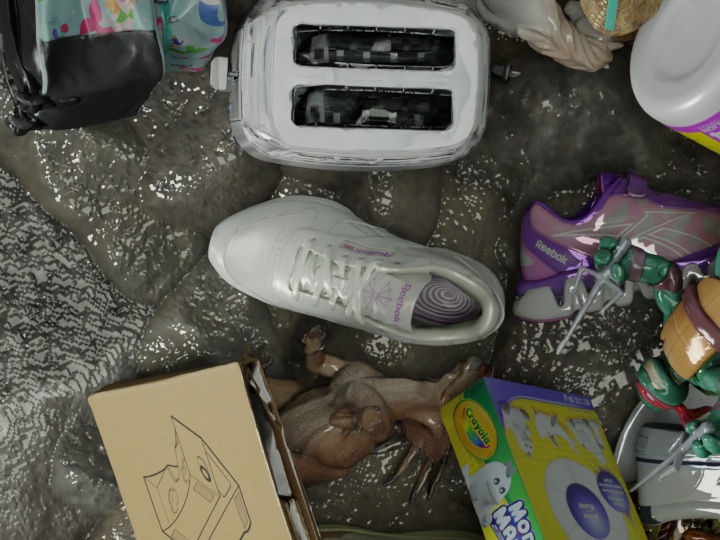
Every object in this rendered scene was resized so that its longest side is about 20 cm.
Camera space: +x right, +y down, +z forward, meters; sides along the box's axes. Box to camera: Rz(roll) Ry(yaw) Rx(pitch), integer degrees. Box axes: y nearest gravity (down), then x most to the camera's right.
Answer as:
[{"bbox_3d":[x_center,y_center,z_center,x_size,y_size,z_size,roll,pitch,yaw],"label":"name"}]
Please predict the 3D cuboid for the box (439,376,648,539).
[{"bbox_3d":[0.129,0.168,1.002,0.048,0.117,0.202,-37,57,32],"label":"box"}]

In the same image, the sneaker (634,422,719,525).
[{"bbox_3d":[0.272,0.140,1.032,0.198,0.073,0.072,5,93,11],"label":"sneaker"}]

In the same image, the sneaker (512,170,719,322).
[{"bbox_3d":[0.190,-0.026,1.056,0.198,0.080,0.089,-12,87,0],"label":"sneaker"}]

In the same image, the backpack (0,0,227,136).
[{"bbox_3d":[-0.161,-0.200,0.982,0.149,0.177,0.202,-14,88,-15],"label":"backpack"}]

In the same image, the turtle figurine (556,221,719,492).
[{"bbox_3d":[0.204,0.029,0.974,0.150,0.100,0.201,51,123,29],"label":"turtle figurine"}]

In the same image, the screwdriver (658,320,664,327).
[{"bbox_3d":[0.288,-0.007,1.079,0.198,0.028,0.029,-20,124,-3],"label":"screwdriver"}]

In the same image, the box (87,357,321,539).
[{"bbox_3d":[-0.095,0.142,1.011,0.021,0.199,0.165,-21,95,-35],"label":"box"}]

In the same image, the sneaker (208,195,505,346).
[{"bbox_3d":[0.000,0.000,1.039,0.198,0.100,0.076,12,96,-1],"label":"sneaker"}]

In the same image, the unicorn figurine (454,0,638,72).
[{"bbox_3d":[0.094,-0.187,1.020,0.137,0.200,0.074,42,98,23],"label":"unicorn figurine"}]

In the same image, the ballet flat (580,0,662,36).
[{"bbox_3d":[0.169,-0.205,1.006,0.070,0.200,0.066,16,128,14],"label":"ballet flat"}]

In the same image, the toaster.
[{"bbox_3d":[0.007,-0.117,1.015,0.198,0.129,0.115,3,95,-2],"label":"toaster"}]

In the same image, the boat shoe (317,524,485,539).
[{"bbox_3d":[0.000,0.208,1.071,0.198,0.066,0.075,-7,95,-1],"label":"boat shoe"}]

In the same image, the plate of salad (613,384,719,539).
[{"bbox_3d":[0.265,0.149,1.083,0.198,0.048,0.202,0,95,-2],"label":"plate of salad"}]

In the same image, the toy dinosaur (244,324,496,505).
[{"bbox_3d":[-0.016,0.107,1.062,0.198,0.136,0.087,-17,54,21],"label":"toy dinosaur"}]

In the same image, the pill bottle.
[{"bbox_3d":[0.270,-0.107,1.009,0.199,0.104,0.105,22,94,-31],"label":"pill bottle"}]
